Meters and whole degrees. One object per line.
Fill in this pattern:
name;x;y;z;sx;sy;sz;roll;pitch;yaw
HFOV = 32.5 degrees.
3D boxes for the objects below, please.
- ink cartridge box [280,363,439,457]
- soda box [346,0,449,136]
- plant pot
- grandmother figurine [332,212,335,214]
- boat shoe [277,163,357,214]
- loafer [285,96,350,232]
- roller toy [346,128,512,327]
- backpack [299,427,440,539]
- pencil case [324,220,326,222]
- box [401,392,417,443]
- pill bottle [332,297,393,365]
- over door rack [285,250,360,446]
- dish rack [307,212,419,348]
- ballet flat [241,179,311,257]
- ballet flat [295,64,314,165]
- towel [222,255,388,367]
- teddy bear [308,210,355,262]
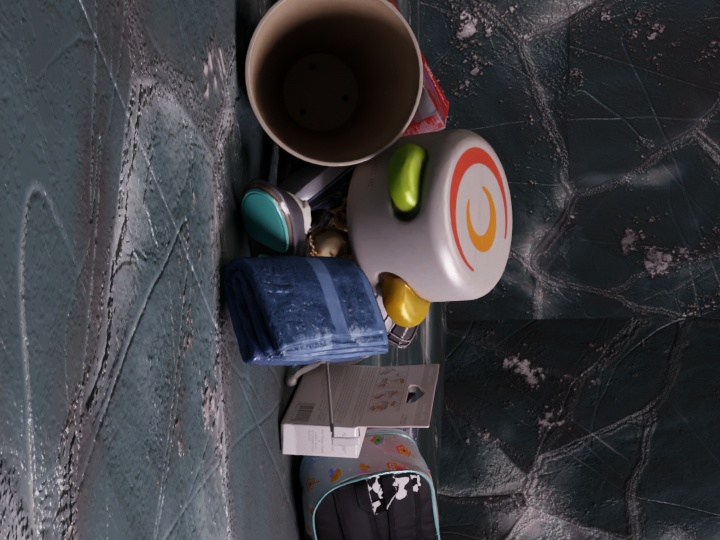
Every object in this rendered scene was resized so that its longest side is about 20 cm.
ink cartridge box;0.005;0.168;1.516;0.200;0.174;0.045;-66;155;-72
soda box;0.034;-0.255;1.482;0.201;0.063;0.070;59;22;-24
plant pot;-0.038;-0.206;1.372;0.200;0.185;0.190;-165;-107;-83
grandmother figurine;0.012;-0.055;1.653;0.061;0.200;0.121;-51;-177;-24
boat shoe;-0.018;-0.090;1.416;0.200;0.070;0.092;-38;112;-30
loafer;-0.037;-0.134;1.502;0.201;0.072;0.072;-57;167;-17
roller toy;0.073;-0.056;1.365;0.182;0.138;0.202;-38;118;-52
backpack;0.008;0.285;1.547;0.201;0.173;0.154;84;-6;-46
pencil case;-0.004;-0.045;1.820;0.200;0.084;0.085;47;41;-77
box;0.021;0.290;1.837;0.200;0.116;0.200;-8;97;-81
pill bottle;-0.007;0.053;1.656;0.200;0.114;0.117;-54;142;-73
over door rack;-0.057;0.086;1.418;0.201;0.066;0.149;-114;-166;-52
dish rack;0.000;0.000;1.555;0.055;0.199;0.154;-59;180;25
ballet flat;-0.082;-0.037;1.293;0.201;0.072;0.074;86;7;-49
ballet flat;-0.063;-0.174;1.545;0.064;0.075;0.203;-145;-128;-61
towel;-0.050;0.037;1.239;0.199;0.048;0.113;0;67;-53
teddy bear;0.016;-0.020;1.477;0.067;0.144;0.200;-66;172;28
